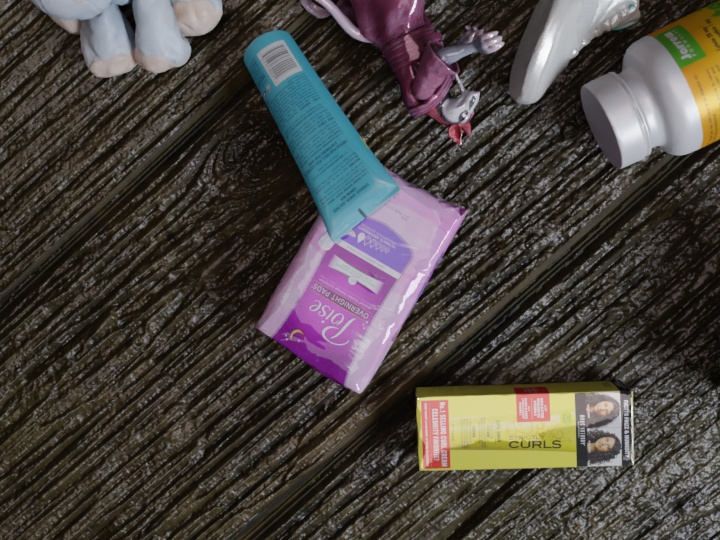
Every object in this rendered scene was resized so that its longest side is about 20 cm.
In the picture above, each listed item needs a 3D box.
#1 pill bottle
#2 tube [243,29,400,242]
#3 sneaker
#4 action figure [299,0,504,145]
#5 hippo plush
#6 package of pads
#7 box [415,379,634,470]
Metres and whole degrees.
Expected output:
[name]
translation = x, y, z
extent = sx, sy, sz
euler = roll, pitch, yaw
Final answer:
[pill bottle]
translation = 0.303, -0.171, 0.836
extent = 0.199, 0.111, 0.111
euler = -26, 91, 4
[tube]
translation = -0.041, -0.128, 0.850
extent = 0.077, 0.050, 0.200
euler = -40, 67, 25
[sneaker]
translation = 0.209, -0.234, 0.862
extent = 0.088, 0.075, 0.201
euler = 25, 93, -10
[action figure]
translation = 0.041, -0.200, 0.837
extent = 0.148, 0.134, 0.201
euler = -23, 89, 5
[hippo plush]
translation = -0.206, -0.269, 0.831
extent = 0.159, 0.161, 0.200
euler = 31, 94, 1
[package of pads]
translation = 0.000, 0.000, 0.878
extent = 0.120, 0.076, 0.200
euler = 31, 94, 4
[box]
translation = 0.152, 0.146, 0.890
extent = 0.199, 0.050, 0.076
euler = -1, 94, 3
